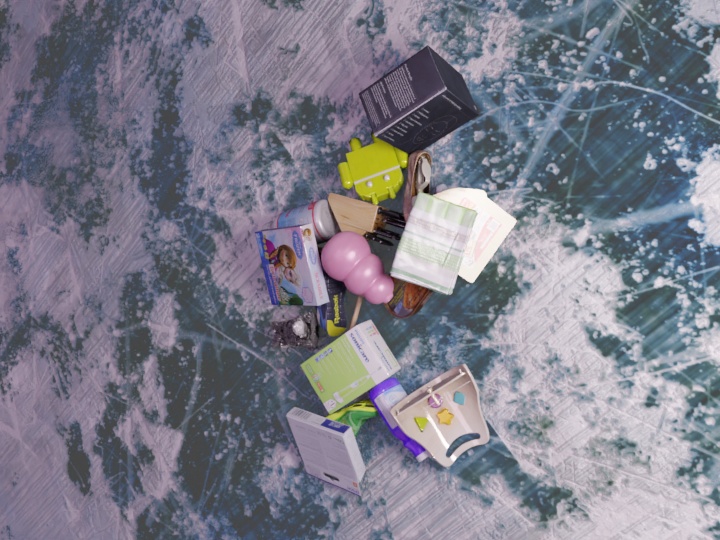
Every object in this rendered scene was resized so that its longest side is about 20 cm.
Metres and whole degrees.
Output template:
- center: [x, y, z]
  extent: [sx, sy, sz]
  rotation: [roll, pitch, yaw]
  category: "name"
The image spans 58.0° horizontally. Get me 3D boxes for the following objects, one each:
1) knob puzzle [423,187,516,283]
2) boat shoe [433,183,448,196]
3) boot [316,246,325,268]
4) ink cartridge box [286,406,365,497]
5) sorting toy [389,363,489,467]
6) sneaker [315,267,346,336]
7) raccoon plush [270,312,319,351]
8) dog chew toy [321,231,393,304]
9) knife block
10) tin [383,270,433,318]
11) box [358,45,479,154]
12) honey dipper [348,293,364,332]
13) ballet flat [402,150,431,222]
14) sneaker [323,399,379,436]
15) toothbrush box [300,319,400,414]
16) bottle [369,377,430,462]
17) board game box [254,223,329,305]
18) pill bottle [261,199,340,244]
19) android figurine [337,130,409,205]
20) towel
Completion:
- center: [0.222, -0.098, 1.477]
  extent: [0.218, 0.030, 0.221]
  rotation: [0, 93, -1]
  category: "knob puzzle"
- center: [0.186, -0.102, 1.537]
  extent: [0.067, 0.072, 0.201]
  rotation: [-8, 89, 29]
  category: "boat shoe"
- center: [-0.073, -0.030, 1.680]
  extent: [0.199, 0.075, 0.074]
  rotation: [4, 90, 30]
  category: "boot"
- center: [-0.081, 0.450, 1.623]
  extent: [0.199, 0.041, 0.201]
  rotation: [9, 124, 39]
  category: "ink cartridge box"
- center: [0.195, 0.338, 1.471]
  extent: [0.199, 0.107, 0.181]
  rotation: [-31, 82, 0]
  category: "sorting toy"
- center: [-0.081, 0.064, 1.661]
  extent: [0.082, 0.074, 0.201]
  rotation: [23, 113, 57]
  category: "sneaker"
- center: [-0.187, 0.147, 1.672]
  extent: [0.133, 0.200, 0.097]
  rotation: [-3, 66, 10]
  category: "raccoon plush"
- center: [0.000, 0.000, 1.561]
  extent: [0.200, 0.124, 0.125]
  rotation: [45, 109, 10]
  category: "dog chew toy"
- center: [0.029, -0.144, 1.636]
  extent: [0.175, 0.064, 0.201]
  rotation: [-32, 70, 24]
  category: "knife block"
- center: [0.123, 0.027, 1.551]
  extent: [0.112, 0.042, 0.200]
  rotation: [48, 127, 21]
  category: "tin"
- center: [0.138, -0.385, 1.510]
  extent: [0.196, 0.200, 0.125]
  rotation: [-27, 72, 26]
  category: "box"
- center: [-0.012, 0.115, 1.658]
  extent: [0.038, 0.038, 0.201]
  rotation: [20, 100, 31]
  category: "honey dipper"
- center: [0.142, -0.194, 1.562]
  extent: [0.067, 0.068, 0.201]
  rotation: [-7, 82, 61]
  category: "ballet flat"
- center: [-0.020, 0.379, 1.620]
  extent: [0.200, 0.074, 0.084]
  rotation: [-32, 78, 37]
  category: "sneaker"
- center: [-0.026, 0.239, 1.610]
  extent: [0.200, 0.086, 0.146]
  rotation: [-37, 80, 25]
  category: "toothbrush box"
- center: [0.102, 0.354, 1.536]
  extent: [0.200, 0.083, 0.065]
  rotation: [57, 133, 18]
  category: "bottle"
- center: [-0.176, -0.011, 1.643]
  extent: [0.199, 0.041, 0.201]
  rotation: [-3, 102, 47]
  category: "board game box"
- center: [-0.161, -0.111, 1.721]
  extent: [0.199, 0.109, 0.109]
  rotation: [-14, 79, 29]
  category: "pill bottle"
- center: [0.036, -0.256, 1.625]
  extent: [0.181, 0.041, 0.201]
  rotation: [-17, 66, 9]
  category: "android figurine"
- center: [0.164, -0.060, 1.447]
  extent: [0.148, 0.031, 0.201]
  rotation: [19, 92, -3]
  category: "towel"
